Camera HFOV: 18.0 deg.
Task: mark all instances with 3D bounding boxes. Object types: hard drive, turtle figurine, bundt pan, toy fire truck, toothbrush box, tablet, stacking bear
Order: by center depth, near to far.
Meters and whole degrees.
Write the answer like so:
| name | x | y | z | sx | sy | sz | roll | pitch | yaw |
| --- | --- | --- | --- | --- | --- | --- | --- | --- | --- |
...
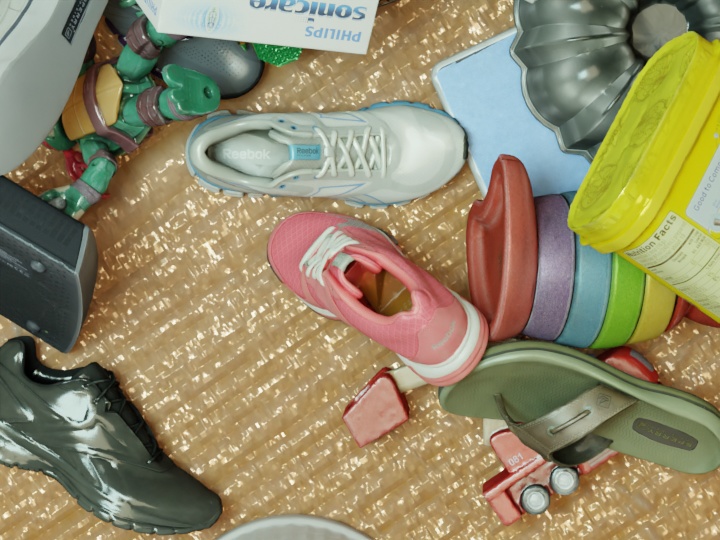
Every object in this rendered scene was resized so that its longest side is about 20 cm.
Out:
| name | x | y | z | sx | sy | sz | roll | pitch | yaw |
| --- | --- | --- | --- | --- | --- | --- | --- | --- | --- |
| toothbrush box | -0.052 | -0.247 | 1.417 | 0.145 | 0.085 | 0.201 | 5 | 115 | -24 |
| hard drive | -0.235 | -0.013 | 1.521 | 0.134 | 0.200 | 0.043 | 31 | 71 | 1 |
| stacking bear | 0.181 | -0.004 | 1.531 | 0.198 | 0.122 | 0.115 | 2 | 68 | -10 |
| bundt pan | 0.203 | -0.160 | 1.537 | 0.200 | 0.076 | 0.204 | 0 | 93 | -3 |
| turtle figurine | -0.180 | -0.116 | 1.541 | 0.199 | 0.100 | 0.151 | -24 | 84 | 38 |
| toy fire truck | 0.103 | 0.096 | 1.580 | 0.199 | 0.049 | 0.142 | -34 | 92 | 5 |
| tablet | 0.145 | -0.076 | 1.585 | 0.129 | 0.014 | 0.201 | -24 | 93 | 4 |

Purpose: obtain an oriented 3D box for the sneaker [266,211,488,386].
| name | x | y | z | sx | sy | sz | roll | pitch | yaw |
| --- | --- | --- | --- | --- | --- | --- | --- | --- | --- |
| sneaker | 0.000 | 0.000 | 1.522 | 0.200 | 0.087 | 0.074 | 31 | 83 | 41 |

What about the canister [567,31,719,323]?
| name | x | y | z | sx | sy | sz | roll | pitch | yaw |
| --- | --- | --- | --- | --- | --- | --- | --- | --- | --- |
| canister | 0.251 | -0.035 | 1.461 | 0.199 | 0.086 | 0.149 | 33 | 73 | -13 |

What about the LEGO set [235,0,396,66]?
| name | x | y | z | sx | sy | sz | roll | pitch | yaw |
| --- | --- | --- | --- | --- | --- | --- | --- | --- | --- |
| LEGO set | -0.020 | -0.241 | 1.551 | 0.199 | 0.116 | 0.154 | -30 | 119 | 3 |

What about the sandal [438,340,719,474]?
| name | x | y | z | sx | sy | sz | roll | pitch | yaw |
| --- | --- | --- | --- | --- | --- | --- | --- | --- | --- |
| sandal | 0.149 | 0.100 | 1.509 | 0.199 | 0.080 | 0.058 | 15 | 51 | 0 |

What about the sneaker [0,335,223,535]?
| name | x | y | z | sx | sy | sz | roll | pitch | yaw |
| --- | --- | --- | --- | --- | --- | --- | --- | --- | --- |
| sneaker | -0.181 | 0.116 | 1.580 | 0.199 | 0.076 | 0.091 | 27 | 98 | -1 |

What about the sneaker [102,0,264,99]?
| name | x | y | z | sx | sy | sz | roll | pitch | yaw |
| --- | --- | --- | --- | --- | --- | --- | --- | --- | --- |
| sneaker | -0.153 | -0.187 | 1.554 | 0.200 | 0.088 | 0.075 | 38 | 95 | 0 |

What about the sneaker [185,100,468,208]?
| name | x | y | z | sx | sy | sz | roll | pitch | yaw |
| --- | --- | --- | --- | --- | --- | --- | --- | --- | --- |
| sneaker | -0.024 | -0.077 | 1.557 | 0.198 | 0.087 | 0.076 | -3 | 93 | 2 |

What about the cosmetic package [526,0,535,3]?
| name | x | y | z | sx | sy | sz | roll | pitch | yaw |
| --- | --- | --- | --- | --- | --- | --- | --- | --- | --- |
| cosmetic package | 0.149 | -0.265 | 1.478 | 0.199 | 0.107 | 0.085 | -31 | 129 | -21 |

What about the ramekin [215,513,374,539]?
| name | x | y | z | sx | sy | sz | roll | pitch | yaw |
| --- | --- | --- | --- | --- | --- | --- | --- | --- | --- |
| ramekin | -0.046 | 0.277 | 1.577 | 0.200 | 0.094 | 0.204 | 0 | 94 | 2 |

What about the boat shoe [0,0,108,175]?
| name | x | y | z | sx | sy | sz | roll | pitch | yaw |
| --- | --- | --- | --- | --- | --- | --- | --- | --- | --- |
| boat shoe | -0.219 | -0.152 | 1.458 | 0.065 | 0.072 | 0.201 | 12 | 70 | 27 |
